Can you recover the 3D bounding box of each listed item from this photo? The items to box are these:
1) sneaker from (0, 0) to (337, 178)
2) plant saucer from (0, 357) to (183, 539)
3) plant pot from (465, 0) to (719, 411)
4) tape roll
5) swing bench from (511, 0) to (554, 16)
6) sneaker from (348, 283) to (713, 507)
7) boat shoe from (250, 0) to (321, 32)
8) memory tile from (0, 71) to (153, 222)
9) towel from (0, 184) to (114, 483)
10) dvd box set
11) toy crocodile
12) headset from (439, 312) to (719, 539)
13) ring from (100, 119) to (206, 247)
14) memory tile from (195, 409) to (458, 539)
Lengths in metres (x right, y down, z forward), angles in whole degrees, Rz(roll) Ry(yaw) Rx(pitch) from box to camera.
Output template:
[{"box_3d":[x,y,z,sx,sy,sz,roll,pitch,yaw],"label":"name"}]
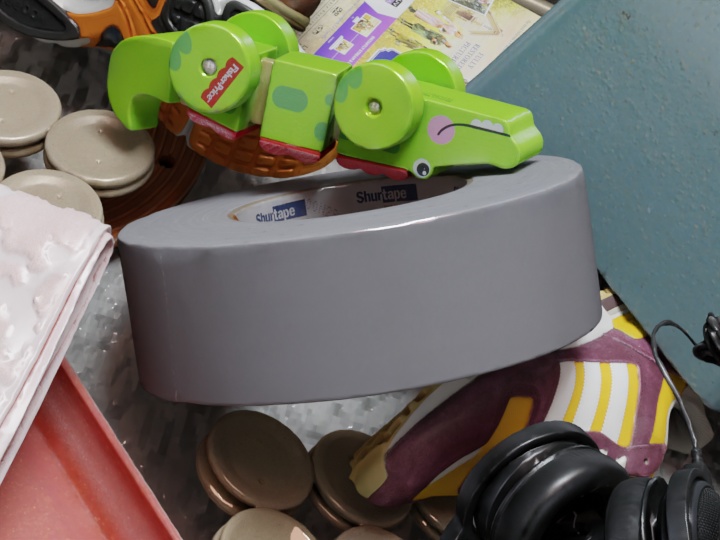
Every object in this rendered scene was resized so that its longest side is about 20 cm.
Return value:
[{"box_3d":[-0.082,-0.118,0.969,0.200,0.076,0.092,35,21,11],"label":"sneaker"},{"box_3d":[-0.171,0.129,0.784,0.199,0.037,0.200,-20,58,-30],"label":"plant saucer"},{"box_3d":[0.211,-0.087,0.923,0.196,0.200,0.196,-19,67,-51],"label":"plant pot"},{"box_3d":[0.000,0.000,0.846,0.199,0.067,0.200,-8,9,1],"label":"tape roll"},{"box_3d":[0.164,-0.223,1.076,0.198,0.200,0.130,25,48,6],"label":"swing bench"},{"box_3d":[0.084,0.073,0.871,0.200,0.075,0.090,-25,77,-42],"label":"sneaker"},{"box_3d":[-0.044,-0.182,1.015,0.072,0.068,0.200,34,18,-19],"label":"boat shoe"},{"box_3d":[-0.194,-0.027,0.876,0.153,0.017,0.200,23,45,10],"label":"memory tile"},{"box_3d":[-0.222,0.029,0.776,0.199,0.032,0.192,19,62,8],"label":"towel"},{"box_3d":[0.049,-0.095,1.045,0.199,0.029,0.146,29,48,10],"label":"dvd box set"},{"box_3d":[-0.019,-0.072,0.873,0.199,0.062,0.067,14,17,14],"label":"toy crocodile"},{"box_3d":[0.106,0.108,0.798,0.123,0.094,0.201,17,70,37],"label":"headset"},{"box_3d":[-0.171,-0.079,0.974,0.199,0.019,0.201,9,48,-10],"label":"ring"},{"box_3d":[0.011,0.149,0.810,0.153,0.017,0.201,12,46,-29],"label":"memory tile"}]
